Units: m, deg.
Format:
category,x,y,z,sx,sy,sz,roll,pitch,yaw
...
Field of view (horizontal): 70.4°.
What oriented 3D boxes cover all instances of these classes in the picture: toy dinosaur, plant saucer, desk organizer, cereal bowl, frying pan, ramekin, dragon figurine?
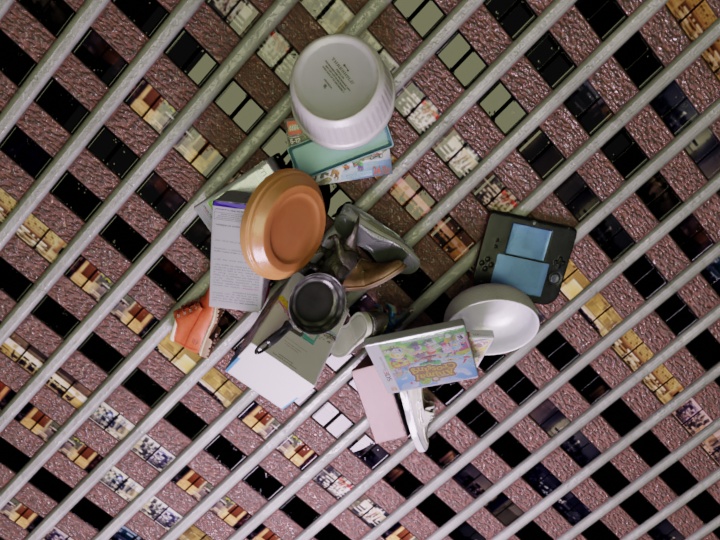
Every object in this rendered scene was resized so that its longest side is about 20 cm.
category,x,y,z,sx,sy,sz,roll,pitch,yaw
toy dinosaur,-0.048,-0.012,1.012,0.102,0.077,0.202,34,72,-45
plant saucer,-0.125,-0.077,0.903,0.037,0.199,0.202,20,110,32
desk organizer,0.044,0.289,1.167,0.076,0.072,0.202,-16,106,6
cereal bowl,0.274,0.093,1.087,0.198,0.084,0.201,3,139,2
frying pan,-0.100,0.092,0.935,0.115,0.031,0.191,36,83,-26
ramekin,-0.038,-0.331,0.930,0.200,0.094,0.205,-1,86,7
dragon figurine,0.061,0.124,1.083,0.058,0.199,0.100,16,78,-30
plant saucer,-0.039,-0.240,0.992,0.198,0.019,0.070,-20,106,4

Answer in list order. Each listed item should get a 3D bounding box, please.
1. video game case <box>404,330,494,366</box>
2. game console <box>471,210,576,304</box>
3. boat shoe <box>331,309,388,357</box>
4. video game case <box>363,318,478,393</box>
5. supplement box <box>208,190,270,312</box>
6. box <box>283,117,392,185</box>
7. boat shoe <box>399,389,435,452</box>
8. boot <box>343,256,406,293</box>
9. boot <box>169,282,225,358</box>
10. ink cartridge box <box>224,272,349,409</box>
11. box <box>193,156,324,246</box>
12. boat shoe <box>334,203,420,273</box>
category,x,y,z,sx,sy,sz,roll,pitch,yaw
video game case,0.175,0.177,1.094,0.180,0.023,0.201,0,149,0
game console,0.349,-0.025,1.099,0.198,0.031,0.179,11,107,-5
boat shoe,-0.009,0.135,1.078,0.060,0.201,0.072,-8,73,-31
video game case,0.127,0.179,1.031,0.198,0.022,0.183,-13,133,12
supplement box,-0.217,-0.036,0.949,0.102,0.101,0.202,6,108,-2
box,-0.042,-0.248,1.019,0.198,0.038,0.138,-9,107,2
boat shoe,0.141,0.328,1.182,0.069,0.071,0.202,-13,102,8
boot,0.000,0.000,1.053,0.199,0.074,0.076,-15,98,31
boot,-0.347,0.086,1.099,0.106,0.075,0.201,22,106,-3
ink cartridge box,-0.143,0.138,1.029,0.146,0.201,0.147,37,135,-11
box,-0.198,-0.097,1.031,0.176,0.097,0.201,-32,105,7
boat shoe,0.041,-0.066,1.061,0.201,0.065,0.075,31,135,-8
